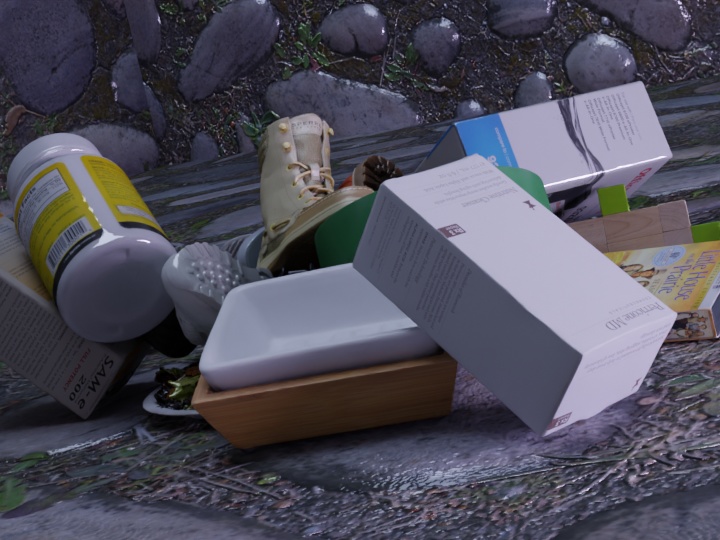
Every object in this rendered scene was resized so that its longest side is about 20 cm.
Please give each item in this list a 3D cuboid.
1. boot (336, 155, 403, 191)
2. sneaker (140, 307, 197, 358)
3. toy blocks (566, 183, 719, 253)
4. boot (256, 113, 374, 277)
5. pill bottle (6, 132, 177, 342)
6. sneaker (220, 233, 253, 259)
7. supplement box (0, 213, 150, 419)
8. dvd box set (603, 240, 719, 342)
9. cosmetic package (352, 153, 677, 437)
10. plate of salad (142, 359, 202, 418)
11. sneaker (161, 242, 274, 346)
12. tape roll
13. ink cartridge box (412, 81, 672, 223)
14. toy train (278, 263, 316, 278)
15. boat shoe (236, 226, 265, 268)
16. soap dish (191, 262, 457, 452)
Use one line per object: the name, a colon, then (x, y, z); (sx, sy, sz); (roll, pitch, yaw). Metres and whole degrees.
boot: (0.000, 0.000, 1.445); (0.075, 0.200, 0.107); (25, -45, -33)
sneaker: (-0.139, 0.030, 1.463); (0.091, 0.076, 0.200); (-54, -13, 14)
toy blocks: (0.233, -0.024, 1.442); (0.200, 0.100, 0.137); (-11, -2, 10)
boot: (-0.042, -0.078, 1.410); (0.073, 0.156, 0.200); (9, -23, -23)
pill bottle: (-0.245, -0.035, 1.384); (0.114, 0.114, 0.200); (-16, 41, -21)
sneaker: (-0.058, -0.012, 1.787); (0.200, 0.073, 0.114); (2, 10, 20)
supplement box: (-0.296, 0.038, 1.414); (0.074, 0.200, 0.126); (-56, -2, 15)
dvd box set: (0.214, 0.022, 1.274); (0.200, 0.029, 0.146); (-6, 21, 31)
cosmetic package: (0.104, 0.013, 1.068); (0.113, 0.081, 0.200); (-20, 50, -43)
plate of salad: (-0.091, 0.082, 1.319); (0.200, 0.048, 0.200); (-12, 10, 2)
sneaker: (-0.128, 0.033, 1.326); (0.080, 0.076, 0.200); (-25, -20, 13)
tape roll: (0.063, -0.027, 1.297); (0.200, 0.048, 0.200); (-12, -17, -4)
ink cartridge box: (0.164, -0.093, 1.425); (0.200, 0.084, 0.145); (-14, -15, -20)
toy train: (-0.046, 0.029, 1.335); (0.034, 0.046, 0.200); (-6, -9, 3)
boat shoe: (-0.073, -0.018, 1.568); (0.091, 0.071, 0.200); (-9, 6, 41)
soap dish: (-0.016, 0.060, 1.168); (0.200, 0.081, 0.157); (-10, 24, 11)
